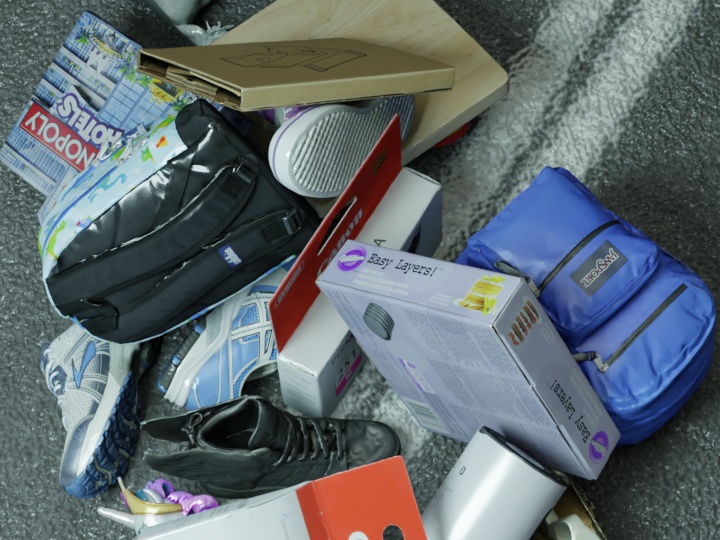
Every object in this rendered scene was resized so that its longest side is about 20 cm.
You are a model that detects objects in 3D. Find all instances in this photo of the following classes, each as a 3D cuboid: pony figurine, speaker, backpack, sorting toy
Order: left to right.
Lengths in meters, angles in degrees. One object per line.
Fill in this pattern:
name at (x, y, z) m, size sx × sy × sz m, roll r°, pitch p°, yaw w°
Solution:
backpack at (-0.157, -0.031, 1.676) m, size 0.200 × 0.163 × 0.154 m, roll -44°, pitch 38°, yaw 4°
pony figurine at (-0.091, 0.236, 1.619) m, size 0.192 × 0.167 × 0.201 m, roll -14°, pitch 77°, yaw 5°
sorting toy at (-0.008, -0.151, 1.834) m, size 0.199 × 0.070 × 0.199 m, roll -34°, pitch 60°, yaw -14°
speaker at (0.066, 0.220, 1.602) m, size 0.081 × 0.081 × 0.201 m, roll 34°, pitch 93°, yaw 19°
backpack at (0.175, 0.034, 1.687) m, size 0.162 × 0.168 × 0.200 m, roll -44°, pitch 71°, yaw -11°

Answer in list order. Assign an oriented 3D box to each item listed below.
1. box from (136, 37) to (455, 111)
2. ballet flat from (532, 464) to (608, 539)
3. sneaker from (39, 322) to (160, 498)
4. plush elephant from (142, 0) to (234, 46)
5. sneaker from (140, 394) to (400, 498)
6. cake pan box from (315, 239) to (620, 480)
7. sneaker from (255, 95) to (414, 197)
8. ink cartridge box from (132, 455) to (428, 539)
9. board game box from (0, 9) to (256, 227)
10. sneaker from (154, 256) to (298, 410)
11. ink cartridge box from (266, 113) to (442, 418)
box at (-0.052, -0.157, 1.684) m, size 0.199 × 0.021 × 0.163 m, roll -9°, pitch 20°, yaw -34°
ballet flat at (0.157, 0.197, 1.650) m, size 0.068 × 0.075 × 0.200 m, roll -31°, pitch 64°, yaw -8°
sneaker at (-0.220, 0.095, 1.736) m, size 0.085 × 0.077 × 0.201 m, roll 5°, pitch 53°, yaw 11°
plush elephant at (-0.138, -0.298, 1.886) m, size 0.200 × 0.165 × 0.155 m, roll 44°, pitch 85°, yaw -7°
sneaker at (-0.068, 0.136, 1.680) m, size 0.198 × 0.104 × 0.060 m, roll -7°, pitch 61°, yaw 0°
cake pan box at (0.084, 0.070, 1.627) m, size 0.184 × 0.200 × 0.052 m, roll 15°, pitch 59°, yaw 46°
sneaker at (-0.048, -0.109, 1.686) m, size 0.114 × 0.073 × 0.200 m, roll 12°, pitch 19°, yaw 22°
ink cartridge box at (-0.045, 0.237, 1.531) m, size 0.199 × 0.057 × 0.164 m, roll -16°, pitch 99°, yaw 9°
board game box at (-0.220, -0.093, 1.800) m, size 0.200 × 0.062 × 0.201 m, roll 34°, pitch 94°, yaw 29°
sneaker at (-0.086, 0.041, 1.760) m, size 0.077 × 0.076 × 0.200 m, roll 37°, pitch 69°, yaw -4°
ink cartridge box at (0.000, 0.000, 1.708) m, size 0.043 × 0.174 × 0.201 m, roll 27°, pitch 67°, yaw 15°
